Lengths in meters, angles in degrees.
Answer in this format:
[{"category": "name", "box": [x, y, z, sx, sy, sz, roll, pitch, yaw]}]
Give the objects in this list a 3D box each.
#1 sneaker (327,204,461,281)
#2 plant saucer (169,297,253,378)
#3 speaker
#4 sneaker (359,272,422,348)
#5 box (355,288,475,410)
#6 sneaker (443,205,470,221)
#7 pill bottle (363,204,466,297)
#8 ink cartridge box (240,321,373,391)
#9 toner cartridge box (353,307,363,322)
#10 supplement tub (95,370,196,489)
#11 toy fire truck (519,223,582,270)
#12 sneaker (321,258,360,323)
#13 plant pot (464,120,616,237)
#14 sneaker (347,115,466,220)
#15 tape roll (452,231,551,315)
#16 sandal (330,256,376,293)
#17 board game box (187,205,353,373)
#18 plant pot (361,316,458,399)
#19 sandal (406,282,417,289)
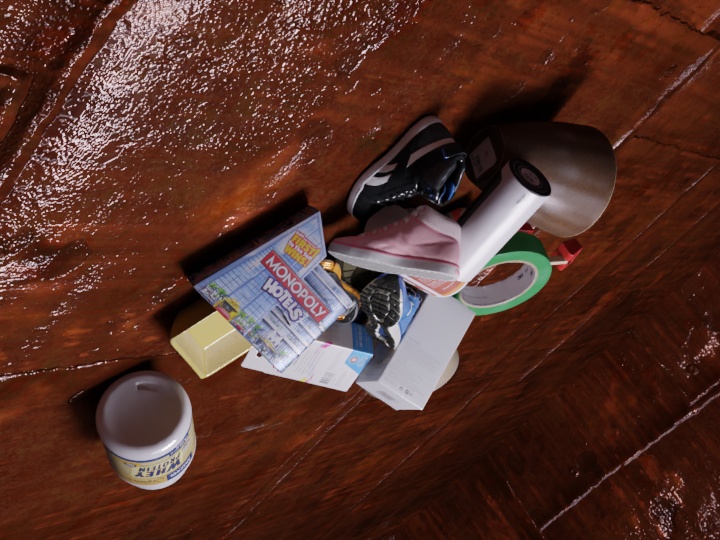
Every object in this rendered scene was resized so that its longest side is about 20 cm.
[{"category": "sneaker", "box": [0.056, -0.050, 1.522, 0.200, 0.105, 0.075, 9, 170, 7]}, {"category": "plant saucer", "box": [-0.193, 0.069, 1.559, 0.200, 0.048, 0.200, -33, 159, -8]}, {"category": "speaker", "box": [0.196, -0.073, 1.534, 0.081, 0.081, 0.200, -9, 147, -48]}, {"category": "sneaker", "box": [0.052, 0.048, 1.667, 0.089, 0.079, 0.200, -55, 165, -23]}, {"category": "box", "box": [0.096, 0.137, 1.793, 0.200, 0.097, 0.124, -59, -168, -16]}, {"category": "sneaker", "box": [0.158, -0.051, 1.824, 0.093, 0.070, 0.200, -11, 155, -11]}, {"category": "pill bottle", "box": [0.095, -0.035, 1.657, 0.112, 0.112, 0.200, -42, 144, 15]}, {"category": "ink cartridge box", "box": [-0.093, 0.130, 1.735, 0.200, 0.068, 0.115, 16, 133, -20]}, {"category": "toner cartridge box", "box": [-0.072, 0.111, 1.827, 0.095, 0.043, 0.200, -10, 147, -43]}, {"category": "supplement tub", "box": [-0.336, 0.259, 1.610, 0.144, 0.144, 0.200, -28, 157, -19]}, {"category": "toy fire truck", "box": [0.309, -0.051, 1.918, 0.200, 0.141, 0.049, -18, 153, -37]}, {"category": "sneaker", "box": [-0.055, 0.049, 1.640, 0.078, 0.077, 0.200, 2, 157, 19]}, {"category": "plant pot", "box": [0.268, -0.161, 1.613, 0.200, 0.187, 0.187, 10, 134, -34]}, {"category": "sneaker", "box": [0.070, -0.118, 1.474, 0.200, 0.112, 0.073, -47, 154, 26]}, {"category": "tape roll", "box": [0.243, 0.007, 1.834, 0.200, 0.048, 0.200, -12, 147, -8]}, {"category": "sandal", "box": [0.000, 0.000, 1.676, 0.082, 0.055, 0.200, 3, 163, 17]}, {"category": "board game box", "box": [-0.104, 0.015, 1.446, 0.200, 0.200, 0.062, -44, -158, -5]}, {"category": "plant pot", "box": [0.075, 0.132, 1.935, 0.200, 0.200, 0.135, -29, 123, -17]}, {"category": "sandal", "box": [0.127, 0.013, 1.898, 0.200, 0.079, 0.087, 40, 68, -61]}]
